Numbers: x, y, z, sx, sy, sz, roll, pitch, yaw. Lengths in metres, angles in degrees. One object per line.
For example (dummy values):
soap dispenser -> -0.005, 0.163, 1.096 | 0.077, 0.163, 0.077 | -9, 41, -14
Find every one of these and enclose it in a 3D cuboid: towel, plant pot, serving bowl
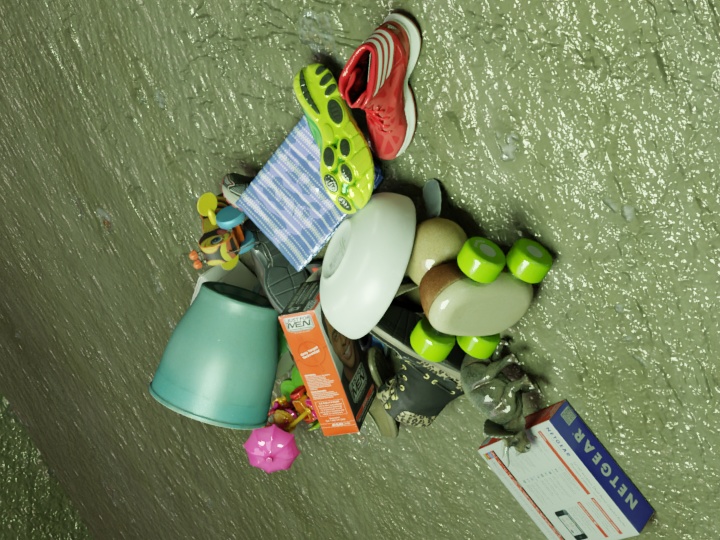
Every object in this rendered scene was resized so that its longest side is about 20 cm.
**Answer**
towel -> -0.074, -0.115, 1.361 | 0.145, 0.024, 0.200 | 46, 113, 8
plant pot -> -0.216, 0.125, 1.548 | 0.198, 0.199, 0.191 | 22, 97, 34
serving bowl -> -0.004, -0.015, 1.279 | 0.065, 0.202, 0.200 | 21, 149, -18

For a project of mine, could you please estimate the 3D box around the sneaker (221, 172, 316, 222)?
sneaker -> -0.122, -0.125, 1.445 | 0.198, 0.080, 0.076 | 11, 114, 31

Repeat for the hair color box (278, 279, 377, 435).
hair color box -> -0.044, 0.124, 1.392 | 0.060, 0.102, 0.202 | -10, 114, 23

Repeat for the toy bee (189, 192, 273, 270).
toy bee -> -0.217, -0.054, 1.476 | 0.132, 0.108, 0.200 | 68, 169, -15

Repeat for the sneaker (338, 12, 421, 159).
sneaker -> 0.011, -0.205, 1.188 | 0.078, 0.115, 0.202 | 28, 138, 28

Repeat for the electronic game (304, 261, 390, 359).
electronic game -> -0.032, 0.074, 1.543 | 0.199, 0.042, 0.202 | 29, 139, 29

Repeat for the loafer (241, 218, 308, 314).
loafer -> -0.131, 0.003, 1.541 | 0.063, 0.071, 0.201 | 95, 151, -57

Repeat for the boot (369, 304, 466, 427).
boot -> 0.067, 0.142, 1.406 | 0.198, 0.074, 0.151 | 27, 131, -13

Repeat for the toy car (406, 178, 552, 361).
toy car -> 0.117, -0.013, 1.247 | 0.201, 0.156, 0.165 | 58, 133, 36

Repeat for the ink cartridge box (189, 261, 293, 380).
ink cartridge box -> -0.199, 0.093, 1.705 | 0.200, 0.084, 0.145 | 43, 143, 10

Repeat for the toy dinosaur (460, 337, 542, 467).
toy dinosaur -> 0.179, 0.155, 1.316 | 0.201, 0.102, 0.077 | 57, -169, 15

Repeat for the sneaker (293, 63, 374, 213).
sneaker -> -0.027, -0.173, 1.274 | 0.084, 0.073, 0.203 | 22, -130, -78

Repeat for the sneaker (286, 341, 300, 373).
sneaker -> -0.077, 0.115, 1.535 | 0.075, 0.070, 0.200 | 44, 150, 4

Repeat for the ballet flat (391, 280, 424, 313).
ballet flat -> 0.095, 0.039, 1.368 | 0.199, 0.046, 0.068 | -2, 120, 48

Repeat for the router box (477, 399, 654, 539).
router box -> 0.288, 0.299, 1.383 | 0.201, 0.049, 0.179 | 51, 144, 0

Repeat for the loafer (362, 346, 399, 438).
loafer -> 0.020, 0.192, 1.532 | 0.066, 0.077, 0.202 | -3, 133, 17

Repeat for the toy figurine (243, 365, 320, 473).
toy figurine -> -0.137, 0.275, 1.712 | 0.199, 0.184, 0.151 | -12, 112, 52

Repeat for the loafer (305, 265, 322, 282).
loafer -> 0.000, 0.000, 1.419 | 0.199, 0.062, 0.073 | -32, 52, 34
